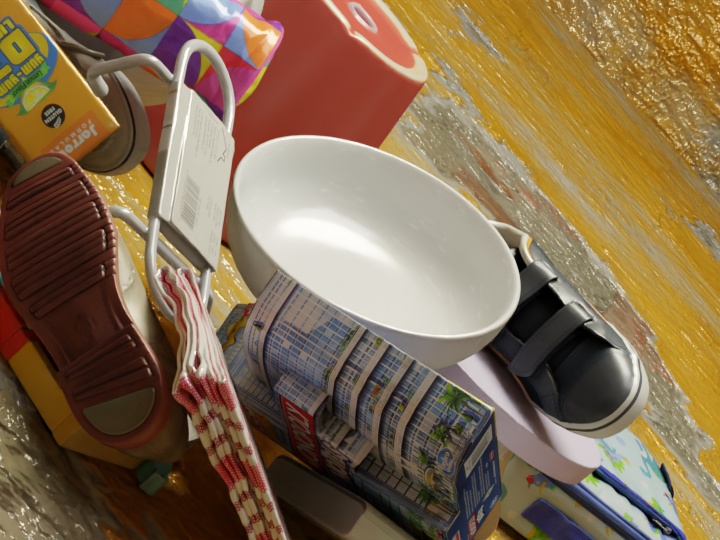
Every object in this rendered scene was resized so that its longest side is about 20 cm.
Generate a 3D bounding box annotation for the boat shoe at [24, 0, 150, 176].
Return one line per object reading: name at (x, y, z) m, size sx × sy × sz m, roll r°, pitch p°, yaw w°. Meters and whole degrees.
boat shoe at (-0.223, -0.142, 1.669) m, size 0.202 × 0.075 × 0.086 m, roll 50°, pitch 16°, yaw 17°

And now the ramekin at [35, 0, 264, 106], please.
ramekin at (-0.174, -0.210, 1.750) m, size 0.200 × 0.200 × 0.105 m, roll 52°, pitch 27°, yaw 12°

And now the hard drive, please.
hard drive at (0.039, 0.191, 1.572) m, size 0.200 × 0.027 × 0.132 m, roll 39°, pitch -8°, yaw -27°

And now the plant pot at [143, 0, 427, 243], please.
plant pot at (-0.059, -0.135, 1.885) m, size 0.200 × 0.177 × 0.201 m, roll 43°, pitch 17°, yaw -16°

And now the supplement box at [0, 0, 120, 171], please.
supplement box at (-0.238, -0.147, 1.591) m, size 0.200 × 0.067 × 0.069 m, roll 52°, pitch -14°, yaw -12°

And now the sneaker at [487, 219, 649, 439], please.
sneaker at (0.118, 0.036, 1.713) m, size 0.079 × 0.078 × 0.200 m, roll 42°, pitch 5°, yaw -40°

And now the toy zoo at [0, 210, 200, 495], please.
toy zoo at (-0.166, 0.046, 1.479) m, size 0.200 × 0.020 × 0.131 m, roll 55°, pitch 18°, yaw 22°

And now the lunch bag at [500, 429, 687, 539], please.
lunch bag at (0.162, 0.162, 1.944) m, size 0.200 × 0.082 × 0.161 m, roll 39°, pitch 21°, yaw -24°

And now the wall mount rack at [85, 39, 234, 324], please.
wall mount rack at (-0.115, -0.035, 1.564) m, size 0.174 × 0.074 × 0.201 m, roll 49°, pitch 38°, yaw -45°

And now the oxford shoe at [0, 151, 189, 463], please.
oxford shoe at (-0.150, 0.025, 1.433) m, size 0.075 × 0.070 × 0.201 m, roll 50°, pitch 16°, yaw -60°

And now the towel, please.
towel at (-0.070, 0.109, 1.427) m, size 0.146 × 0.030 × 0.201 m, roll -113°, pitch -176°, yaw -63°

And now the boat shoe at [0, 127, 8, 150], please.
boat shoe at (-0.251, -0.100, 1.498) m, size 0.075 × 0.062 × 0.200 m, roll 36°, pitch 8°, yaw -30°

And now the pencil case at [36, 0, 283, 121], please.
pencil case at (-0.147, -0.179, 1.629) m, size 0.200 × 0.088 × 0.088 m, roll 36°, pitch 18°, yaw -10°

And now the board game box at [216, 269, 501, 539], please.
board game box at (-0.015, 0.079, 1.502) m, size 0.199 × 0.062 × 0.200 m, roll 31°, pitch -14°, yaw 14°

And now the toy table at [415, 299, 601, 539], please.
toy table at (0.062, 0.109, 1.744) m, size 0.200 × 0.117 × 0.184 m, roll 40°, pitch 18°, yaw -27°

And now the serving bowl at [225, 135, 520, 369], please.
serving bowl at (0.000, 0.000, 1.623) m, size 0.199 × 0.066 × 0.200 m, roll 19°, pitch 32°, yaw -12°
